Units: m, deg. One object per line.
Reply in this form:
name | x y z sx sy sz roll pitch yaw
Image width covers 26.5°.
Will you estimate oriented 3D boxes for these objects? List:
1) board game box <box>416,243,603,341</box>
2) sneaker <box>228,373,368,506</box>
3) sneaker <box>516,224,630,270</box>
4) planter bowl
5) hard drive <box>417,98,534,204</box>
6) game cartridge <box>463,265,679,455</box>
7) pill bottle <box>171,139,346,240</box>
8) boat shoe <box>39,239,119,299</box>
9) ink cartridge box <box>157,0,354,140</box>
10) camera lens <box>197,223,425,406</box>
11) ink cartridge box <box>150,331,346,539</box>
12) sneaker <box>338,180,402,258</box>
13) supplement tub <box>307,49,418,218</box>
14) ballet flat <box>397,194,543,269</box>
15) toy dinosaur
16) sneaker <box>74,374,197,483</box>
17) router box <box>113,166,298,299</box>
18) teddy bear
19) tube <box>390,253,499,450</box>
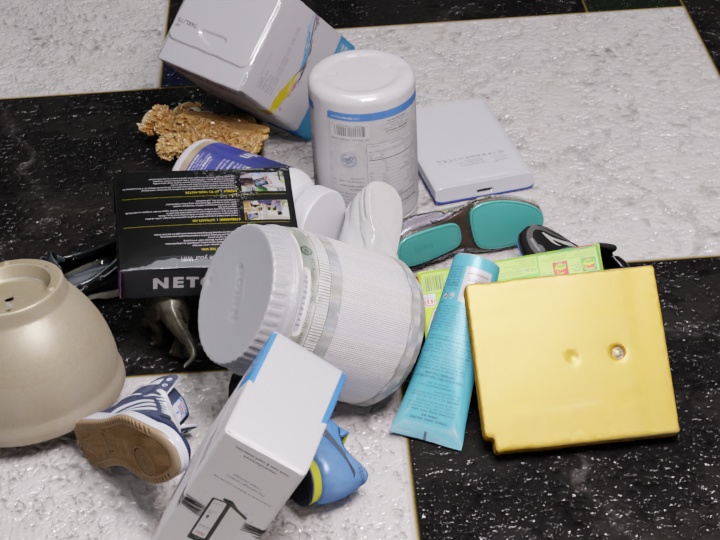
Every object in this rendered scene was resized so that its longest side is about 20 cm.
board game box | 0.167 0.041 1.644 0.199 0.048 0.102 -9 65 6
sneaker | -0.065 0.166 1.541 0.078 0.066 0.200 -10 34 -32
sneaker | 0.258 -0.006 1.729 0.071 0.083 0.199 -25 41 -28
planter bowl | -0.356 0.072 1.604 0.199 0.135 0.201 -5 29 3
hard drive | 0.131 -0.158 2.000 0.131 0.025 0.200 -11 37 -11
game cartridge | 0.214 0.091 1.558 0.199 0.032 0.177 -5 76 -3
pill bottle | -0.124 -0.078 1.832 0.199 0.116 0.116 21 42 28
boat shoe | -0.342 0.006 1.772 0.198 0.066 0.075 -13 37 -14
ink cartridge box | -0.134 -0.287 2.009 0.146 0.200 0.147 25 88 29
camera lens | -0.045 0.046 1.565 0.199 0.160 0.160 16 23 -34
ink cartridge box | -0.106 0.179 1.395 0.084 0.200 0.146 29 38 -5
sneaker | 0.000 0.000 1.752 0.075 0.088 0.201 27 55 -29
supplement tub | 0.005 -0.153 1.853 0.131 0.201 0.132 -2 36 1
ballet flat | 0.119 -0.054 1.824 0.199 0.072 0.072 -14 37 -17
toy dinosaur | -0.214 0.033 1.695 0.076 0.103 0.200 -2 35 2
sneaker | -0.195 0.153 1.511 0.108 0.070 0.200 -25 13 -33
router box | -0.169 -0.043 1.678 0.199 0.051 0.150 -2 49 -9
teddy bear | -0.207 -0.177 2.027 0.199 0.067 0.145 15 22 25
tube | 0.095 0.082 1.587 0.077 0.050 0.201 11 72 22
